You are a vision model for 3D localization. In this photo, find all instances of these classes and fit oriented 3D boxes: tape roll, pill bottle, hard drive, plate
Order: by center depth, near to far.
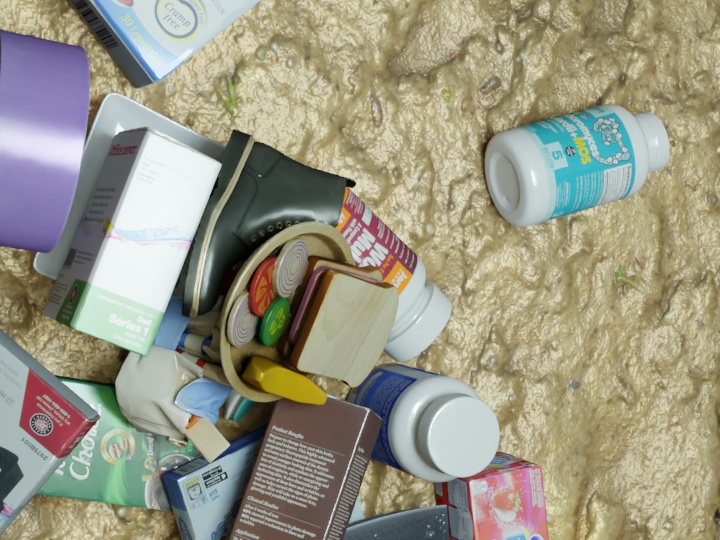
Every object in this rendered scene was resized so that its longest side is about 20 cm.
[{"bbox_3d":[-0.321,-0.121,1.404,0.084,0.200,0.201,10,89,-22],"label":"tape roll"},{"bbox_3d":[-0.214,-0.055,1.541,0.199,0.032,0.201,25,84,-21],"label":"plate"},{"bbox_3d":[0.067,0.163,1.577,0.111,0.200,0.113,-1,94,-21],"label":"pill bottle"},{"bbox_3d":[0.000,0.000,1.590,0.200,0.109,0.110,44,77,-18],"label":"pill bottle"},{"bbox_3d":[0.010,0.331,1.602,0.199,0.042,0.136,-11,100,-33],"label":"hard drive"},{"bbox_3d":[0.249,-0.125,1.683,0.199,0.111,0.112,-16,99,-21],"label":"pill bottle"}]

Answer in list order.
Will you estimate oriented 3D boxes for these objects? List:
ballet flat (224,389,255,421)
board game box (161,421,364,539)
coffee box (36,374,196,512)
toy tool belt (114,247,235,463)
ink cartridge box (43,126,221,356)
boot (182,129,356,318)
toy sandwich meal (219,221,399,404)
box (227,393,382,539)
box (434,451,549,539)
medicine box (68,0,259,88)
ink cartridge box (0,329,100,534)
[{"bbox_3d":[-0.100,0.069,1.557,0.069,0.070,0.200,26,117,-21],"label":"ballet flat"},{"bbox_3d":[-0.092,0.269,1.580,0.199,0.043,0.200,-23,104,-31],"label":"board game box"},{"bbox_3d":[-0.267,0.177,1.526,0.199,0.044,0.124,13,88,-22],"label":"coffee box"},{"bbox_3d":[-0.148,0.085,1.488,0.122,0.125,0.201,20,72,20],"label":"toy tool belt"},{"bbox_3d":[-0.223,-0.030,1.444,0.084,0.145,0.201,23,84,-22],"label":"ink cartridge box"},{"bbox_3d":[-0.090,-0.033,1.456,0.137,0.078,0.201,19,68,-6],"label":"boot"},{"bbox_3d":[-0.050,0.049,1.432,0.205,0.070,0.206,-28,130,-40],"label":"toy sandwich meal"},{"bbox_3d":[-0.059,0.225,1.505,0.100,0.075,0.201,16,81,18],"label":"box"},{"bbox_3d":[0.152,0.315,1.675,0.095,0.100,0.202,-9,96,-21],"label":"box"},{"bbox_3d":[-0.197,-0.317,1.496,0.200,0.103,0.183,-42,107,-14],"label":"medicine box"},{"bbox_3d":[-0.372,0.173,1.428,0.146,0.083,0.200,40,87,-2],"label":"ink cartridge box"}]
